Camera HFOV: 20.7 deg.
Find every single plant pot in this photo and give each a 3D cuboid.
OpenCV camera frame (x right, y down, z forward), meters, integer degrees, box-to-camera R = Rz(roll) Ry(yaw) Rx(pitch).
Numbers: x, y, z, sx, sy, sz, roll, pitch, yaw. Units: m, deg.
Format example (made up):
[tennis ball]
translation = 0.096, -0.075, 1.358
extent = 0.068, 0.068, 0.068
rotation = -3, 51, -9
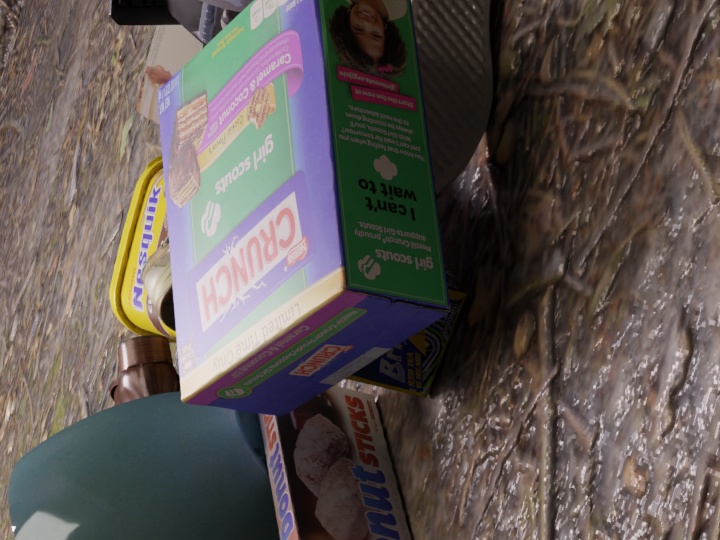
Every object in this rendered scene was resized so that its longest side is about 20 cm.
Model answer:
[plant pot]
translation = -0.094, 0.149, 1.191
extent = 0.135, 0.200, 0.200
rotation = -40, 30, 15

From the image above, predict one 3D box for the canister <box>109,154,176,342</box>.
[canister]
translation = -0.122, -0.013, 1.523
extent = 0.200, 0.086, 0.149
rotation = -172, 97, -70

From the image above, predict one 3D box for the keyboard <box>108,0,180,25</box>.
[keyboard]
translation = -0.102, -0.247, 1.469
extent = 0.021, 0.200, 0.127
rotation = 10, 104, 49

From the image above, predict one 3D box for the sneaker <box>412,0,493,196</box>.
[sneaker]
translation = 0.028, -0.112, 1.185
extent = 0.105, 0.075, 0.201
rotation = 136, 149, -56

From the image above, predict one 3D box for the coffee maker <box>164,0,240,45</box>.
[coffee maker]
translation = -0.071, -0.241, 1.353
extent = 0.192, 0.135, 0.200
rotation = 63, 166, 8

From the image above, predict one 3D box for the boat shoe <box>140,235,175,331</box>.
[boat shoe]
translation = -0.066, -0.046, 1.308
extent = 0.201, 0.073, 0.063
rotation = -47, 41, 8

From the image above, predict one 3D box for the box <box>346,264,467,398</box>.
[box]
translation = 0.000, 0.000, 1.191
extent = 0.200, 0.064, 0.070
rotation = -119, 48, -65

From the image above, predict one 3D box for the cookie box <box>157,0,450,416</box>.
[cookie box]
translation = -0.036, -0.043, 1.087
extent = 0.171, 0.075, 0.200
rotation = -35, 55, 47

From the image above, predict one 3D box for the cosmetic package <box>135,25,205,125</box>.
[cosmetic package]
translation = -0.104, -0.143, 1.547
extent = 0.200, 0.103, 0.087
rotation = -148, 72, -72

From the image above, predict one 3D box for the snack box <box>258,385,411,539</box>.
[snack box]
translation = -0.013, 0.128, 1.114
extent = 0.200, 0.072, 0.024
rotation = -105, 36, -57

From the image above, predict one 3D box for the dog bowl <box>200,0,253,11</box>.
[dog bowl]
translation = -0.058, -0.243, 1.199
extent = 0.059, 0.200, 0.200
rotation = 95, 180, -62

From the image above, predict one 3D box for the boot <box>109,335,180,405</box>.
[boot]
translation = -0.150, 0.171, 1.503
extent = 0.186, 0.064, 0.200
rotation = 83, 176, -69
